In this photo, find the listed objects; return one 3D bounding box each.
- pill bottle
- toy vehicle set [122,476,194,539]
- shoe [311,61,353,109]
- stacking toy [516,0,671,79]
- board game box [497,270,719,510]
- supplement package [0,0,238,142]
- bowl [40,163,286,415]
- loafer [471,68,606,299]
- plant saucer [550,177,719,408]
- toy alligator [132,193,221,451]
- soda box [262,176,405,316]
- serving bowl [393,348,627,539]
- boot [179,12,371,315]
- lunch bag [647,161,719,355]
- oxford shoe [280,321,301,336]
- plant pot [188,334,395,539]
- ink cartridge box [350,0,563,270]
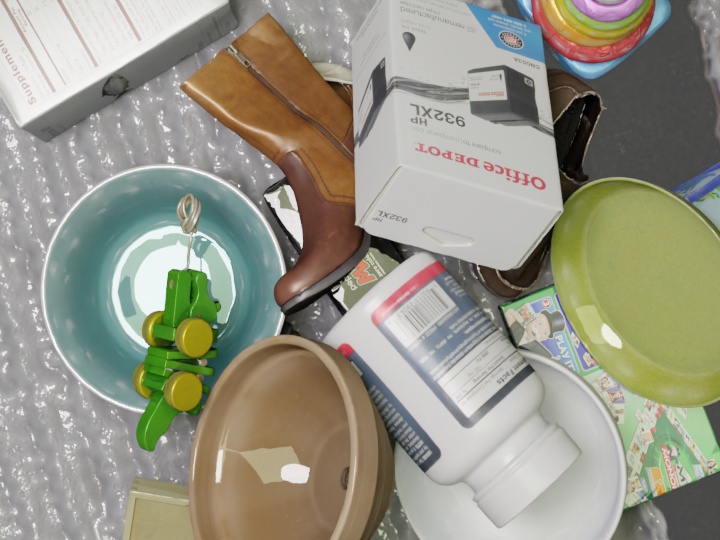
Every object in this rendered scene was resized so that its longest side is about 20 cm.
[{"bbox_3d":[0.074,0.097,1.285,0.119,0.120,0.200,-41,83,-1],"label":"pill bottle"},{"bbox_3d":[-0.144,0.277,1.366,0.123,0.027,0.202,11,108,-1],"label":"toy vehicle set"},{"bbox_3d":[0.029,-0.118,1.395,0.198,0.053,0.071,25,89,-2],"label":"shoe"},{"bbox_3d":[0.199,-0.233,1.327,0.109,0.200,0.116,-39,90,-2],"label":"stacking toy"},{"bbox_3d":[0.215,0.100,1.406,0.133,0.029,0.202,-21,89,-2],"label":"board game box"},{"bbox_3d":[-0.216,-0.211,1.362,0.199,0.117,0.118,-31,90,-1],"label":"supplement package"},{"bbox_3d":[-0.158,0.016,1.364,0.198,0.105,0.204,0,89,-1],"label":"bowl"},{"bbox_3d":[0.149,-0.073,1.376,0.072,0.071,0.202,17,88,-31],"label":"loafer"},{"bbox_3d":[0.238,0.014,1.317,0.031,0.200,0.201,-30,89,-36],"label":"plant saucer"},{"bbox_3d":[-0.133,0.044,1.288,0.054,0.059,0.203,12,88,-41],"label":"toy alligator"},{"bbox_3d":[0.000,0.000,1.387,0.070,0.063,0.201,-35,89,-2],"label":"soda box"},{"bbox_3d":[0.131,0.160,1.370,0.198,0.066,0.203,3,98,22],"label":"serving bowl"},{"bbox_3d":[-0.063,-0.086,1.305,0.200,0.068,0.189,44,65,-4],"label":"boot"},{"bbox_3d":[0.344,-0.018,1.366,0.199,0.127,0.171,-29,92,-31],"label":"lunch bag"},{"bbox_3d":[-0.072,0.143,1.384,0.083,0.073,0.202,14,101,-3],"label":"oxford shoe"},{"bbox_3d":[-0.038,0.156,1.257,0.092,0.200,0.203,14,88,-40],"label":"plant pot"},{"bbox_3d":[0.074,-0.117,1.308,0.144,0.084,0.202,14,50,-20],"label":"ink cartridge box"}]
